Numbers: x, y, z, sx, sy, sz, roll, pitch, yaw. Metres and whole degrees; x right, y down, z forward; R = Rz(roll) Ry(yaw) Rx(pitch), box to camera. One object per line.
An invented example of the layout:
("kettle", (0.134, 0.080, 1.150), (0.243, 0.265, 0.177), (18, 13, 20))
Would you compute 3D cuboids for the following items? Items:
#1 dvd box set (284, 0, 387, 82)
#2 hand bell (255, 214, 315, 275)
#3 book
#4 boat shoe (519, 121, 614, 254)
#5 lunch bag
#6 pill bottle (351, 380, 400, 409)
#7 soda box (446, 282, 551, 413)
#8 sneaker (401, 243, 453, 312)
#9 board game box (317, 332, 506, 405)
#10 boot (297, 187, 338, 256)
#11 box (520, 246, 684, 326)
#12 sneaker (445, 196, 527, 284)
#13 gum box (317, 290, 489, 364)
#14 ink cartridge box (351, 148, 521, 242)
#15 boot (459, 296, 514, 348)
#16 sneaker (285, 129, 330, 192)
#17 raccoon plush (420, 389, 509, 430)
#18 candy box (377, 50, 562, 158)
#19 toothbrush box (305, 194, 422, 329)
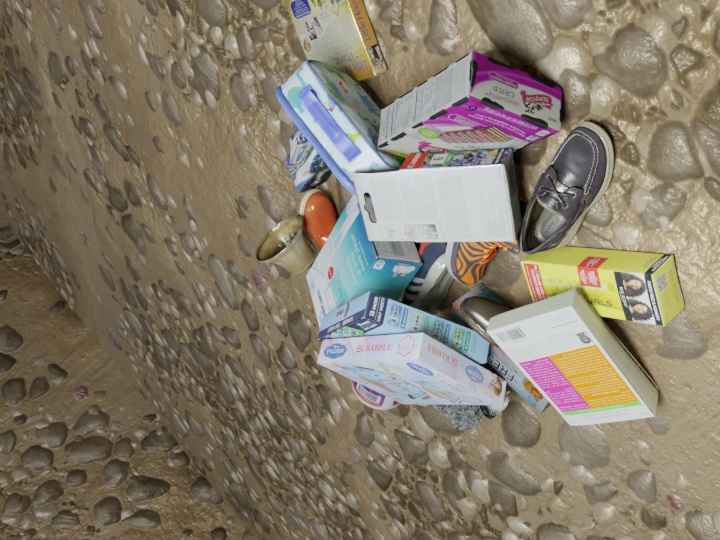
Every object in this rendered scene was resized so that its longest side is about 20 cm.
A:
("dvd box set", (-0.047, -0.368, 1.207), (0.146, 0.029, 0.200), (0, 117, 55))
("hand bell", (-0.079, 0.008, 1.447), (0.200, 0.104, 0.104), (47, 157, -29))
("book", (0.274, 0.121, 1.077), (0.133, 0.048, 0.200), (-23, 119, 41))
("boat shoe", (0.245, -0.090, 1.009), (0.072, 0.065, 0.200), (44, 147, 22))
("lunch bag", (-0.019, -0.193, 1.141), (0.082, 0.161, 0.200), (-41, 83, 19))
("pill bottle", (0.051, 0.151, 1.463), (0.111, 0.111, 0.200), (44, 147, 22))
("soda box", (0.220, 0.112, 1.225), (0.200, 0.068, 0.064), (44, 148, 24))
("sneaker", (0.095, 0.007, 1.316), (0.085, 0.075, 0.200), (53, 144, 20))
("board game box", (0.075, 0.148, 1.214), (0.199, 0.041, 0.200), (-8, 151, 44))
("boot", (-0.038, -0.054, 1.451), (0.107, 0.075, 0.200), (16, 139, 45))
("box", (0.299, 0.014, 1.041), (0.200, 0.050, 0.075), (11, 127, 52))
("sneaker", (0.180, -0.037, 1.142), (0.112, 0.078, 0.200), (23, 149, 26))
("gum box", (0.061, 0.099, 1.220), (0.199, 0.045, 0.170), (20, 158, -19))
("ink cartridge box", (0.098, -0.093, 1.057), (0.199, 0.050, 0.109), (1, 124, 24))
("boot", (0.238, 0.069, 1.135), (0.200, 0.075, 0.097), (27, 142, 7))
("sneaker", (-0.082, -0.204, 1.369), (0.085, 0.077, 0.200), (58, 149, 8))
("raccoon plush", (0.146, 0.176, 1.314), (0.134, 0.097, 0.200), (25, 153, -4))
("candy box", (0.129, -0.185, 1.018), (0.200, 0.136, 0.061), (-17, 62, 60))
("toothbrush box", (0.000, 0.000, 1.314), (0.200, 0.085, 0.147), (-58, 35, 39))
